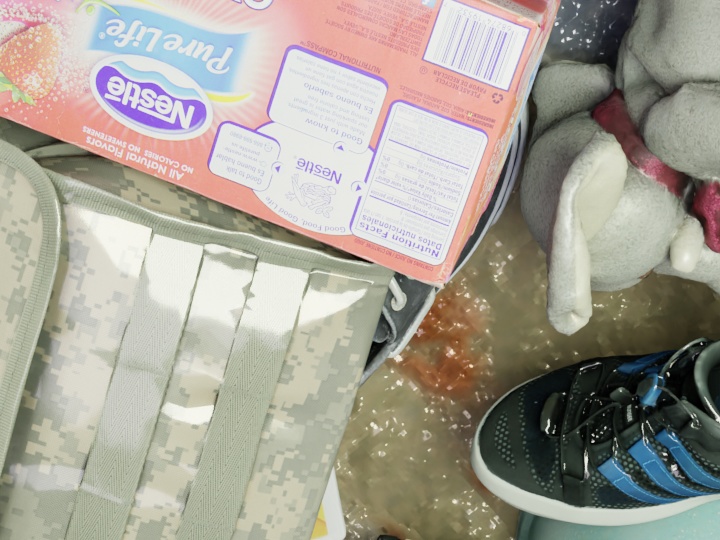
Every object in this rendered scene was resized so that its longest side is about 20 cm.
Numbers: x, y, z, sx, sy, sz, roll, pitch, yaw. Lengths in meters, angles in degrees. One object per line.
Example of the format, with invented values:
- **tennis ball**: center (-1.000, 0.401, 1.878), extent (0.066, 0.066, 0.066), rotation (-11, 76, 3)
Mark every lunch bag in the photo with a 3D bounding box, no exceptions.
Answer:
- **lunch bag**: center (-0.107, 0.031, 0.866), extent (0.199, 0.118, 0.165), rotation (14, 106, -13)

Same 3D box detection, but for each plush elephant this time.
- **plush elephant**: center (0.129, -0.043, 0.918), extent (0.199, 0.165, 0.155), rotation (24, 119, -4)

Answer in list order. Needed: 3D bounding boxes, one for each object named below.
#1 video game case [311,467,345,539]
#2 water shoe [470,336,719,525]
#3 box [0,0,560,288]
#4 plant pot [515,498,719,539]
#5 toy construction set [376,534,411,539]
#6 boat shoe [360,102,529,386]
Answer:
- **video game case**: center (-0.116, 0.047, 0.941), extent (0.199, 0.023, 0.183), rotation (-14, 110, -11)
- **water shoe**: center (0.129, 0.050, 0.931), extent (0.199, 0.072, 0.079), rotation (-4, 145, 25)
- **box**: center (-0.039, -0.086, 0.836), extent (0.199, 0.095, 0.103), rotation (21, 112, 5)
- **plant pot**: center (0.162, 0.151, 1.001), extent (0.199, 0.134, 0.201), rotation (1, 112, 4)
- **toy construction set**: center (0.017, 0.192, 1.024), extent (0.092, 0.131, 0.200), rotation (25, 128, -7)
- **boat shoe**: center (0.000, 0.000, 0.990), extent (0.072, 0.068, 0.200), rotation (36, 110, -9)
